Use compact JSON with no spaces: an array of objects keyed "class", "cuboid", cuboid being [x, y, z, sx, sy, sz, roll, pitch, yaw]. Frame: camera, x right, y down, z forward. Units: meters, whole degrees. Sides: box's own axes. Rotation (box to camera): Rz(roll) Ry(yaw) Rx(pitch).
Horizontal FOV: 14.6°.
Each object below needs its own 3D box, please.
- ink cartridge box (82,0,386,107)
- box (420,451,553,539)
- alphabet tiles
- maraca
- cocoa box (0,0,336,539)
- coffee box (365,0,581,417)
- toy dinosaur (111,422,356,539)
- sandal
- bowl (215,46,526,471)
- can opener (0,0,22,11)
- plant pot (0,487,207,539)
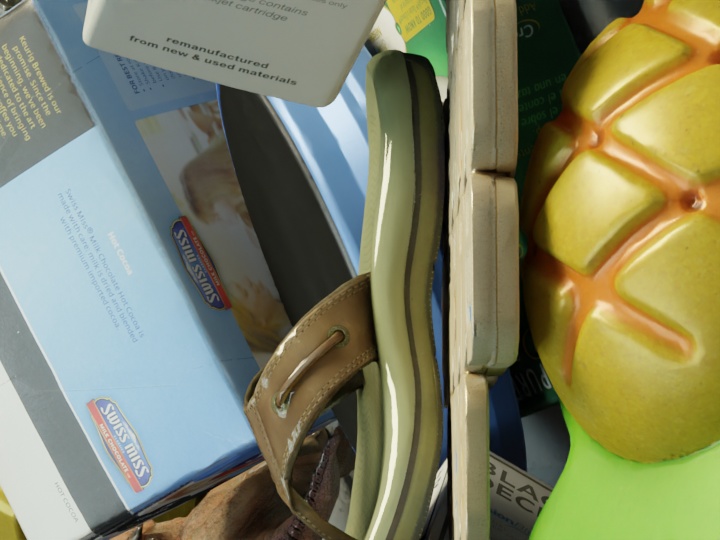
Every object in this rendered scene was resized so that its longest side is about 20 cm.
[{"class":"ink cartridge box","cuboid":[-0.012,-0.167,0.811,0.200,0.083,0.146,120,160,-55]},{"class":"box","cuboid":[0.051,0.140,0.864,0.117,0.200,0.060,31,113,-1]},{"class":"alphabet tiles","cuboid":[0.034,-0.015,0.817,0.200,0.015,0.196,98,172,-83]},{"class":"maraca","cuboid":[0.095,0.005,0.735,0.137,0.107,0.200,-21,51,55]},{"class":"cocoa box","cuboid":[-0.095,-0.006,1.154,0.131,0.133,0.200,-30,84,32]},{"class":"coffee box","cuboid":[0.042,-0.049,0.970,0.200,0.044,0.123,67,161,5]},{"class":"toy dinosaur","cuboid":[-0.057,0.127,1.263,0.086,0.135,0.200,67,159,3]},{"class":"sandal","cuboid":[-0.007,0.028,0.872,0.080,0.057,0.201,117,157,-70]},{"class":"bowl","cuboid":[0.000,0.000,1.014,0.201,0.039,0.201,157,90,-80]},{"class":"can opener","cuboid":[-0.115,-0.127,1.284,0.200,0.066,0.053,35,124,47]},{"class":"plant pot","cuboid":[-0.165,0.096,1.449,0.176,0.200,0.200,35,143,39]}]
